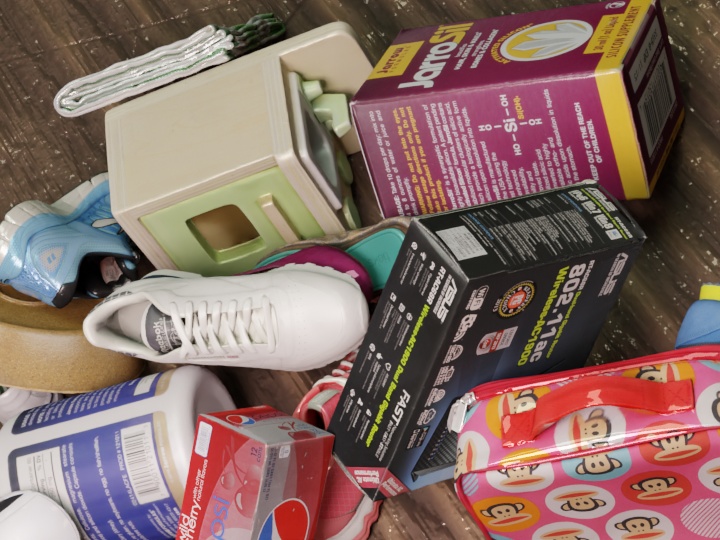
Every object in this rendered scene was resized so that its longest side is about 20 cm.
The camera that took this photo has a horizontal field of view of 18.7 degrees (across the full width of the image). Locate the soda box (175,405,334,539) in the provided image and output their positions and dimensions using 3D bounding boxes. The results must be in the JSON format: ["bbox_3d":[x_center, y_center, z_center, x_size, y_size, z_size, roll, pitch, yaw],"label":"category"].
[{"bbox_3d":[-0.078,0.192,1.406,0.063,0.070,0.200,21,105,36],"label":"soda box"}]

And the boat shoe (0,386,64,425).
[{"bbox_3d":[-0.285,0.045,1.682,0.074,0.067,0.200,-40,49,-4],"label":"boat shoe"}]

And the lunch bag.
[{"bbox_3d":[0.158,0.115,1.335,0.200,0.176,0.082,-11,54,19],"label":"lunch bag"}]

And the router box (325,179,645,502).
[{"bbox_3d":[0.076,0.045,1.380,0.150,0.200,0.062,-14,50,-37],"label":"router box"}]

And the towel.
[{"bbox_3d":[-0.147,-0.165,1.703,0.149,0.031,0.200,-18,8,13],"label":"towel"}]

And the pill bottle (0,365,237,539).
[{"bbox_3d":[-0.187,0.143,1.531,0.200,0.116,0.116,-15,52,17],"label":"pill bottle"}]

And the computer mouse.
[{"bbox_3d":[-0.273,0.216,1.498,0.200,0.110,0.044,-38,4,31],"label":"computer mouse"}]

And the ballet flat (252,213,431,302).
[{"bbox_3d":[0.000,0.000,1.563,0.067,0.068,0.200,-20,6,-40],"label":"ballet flat"}]

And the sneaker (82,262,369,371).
[{"bbox_3d":[-0.090,0.037,1.482,0.200,0.080,0.076,-4,95,27],"label":"sneaker"}]

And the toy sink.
[{"bbox_3d":[-0.070,-0.074,1.617,0.200,0.130,0.112,-19,51,12],"label":"toy sink"}]

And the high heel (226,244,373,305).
[{"bbox_3d":[-0.079,0.032,1.537,0.096,0.067,0.200,-20,1,-40],"label":"high heel"}]

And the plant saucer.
[{"bbox_3d":[-0.252,0.031,1.601,0.200,0.200,0.035,31,113,39],"label":"plant saucer"}]

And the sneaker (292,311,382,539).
[{"bbox_3d":[-0.002,0.096,1.489,0.074,0.087,0.200,8,61,30],"label":"sneaker"}]

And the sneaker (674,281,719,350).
[{"bbox_3d":[0.292,0.065,1.382,0.200,0.066,0.078,13,76,34],"label":"sneaker"}]

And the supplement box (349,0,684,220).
[{"bbox_3d":[0.113,-0.113,1.540,0.200,0.103,0.131,-6,29,23],"label":"supplement box"}]

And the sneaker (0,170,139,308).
[{"bbox_3d":[-0.199,-0.011,1.632,0.090,0.200,0.078,37,118,13],"label":"sneaker"}]
